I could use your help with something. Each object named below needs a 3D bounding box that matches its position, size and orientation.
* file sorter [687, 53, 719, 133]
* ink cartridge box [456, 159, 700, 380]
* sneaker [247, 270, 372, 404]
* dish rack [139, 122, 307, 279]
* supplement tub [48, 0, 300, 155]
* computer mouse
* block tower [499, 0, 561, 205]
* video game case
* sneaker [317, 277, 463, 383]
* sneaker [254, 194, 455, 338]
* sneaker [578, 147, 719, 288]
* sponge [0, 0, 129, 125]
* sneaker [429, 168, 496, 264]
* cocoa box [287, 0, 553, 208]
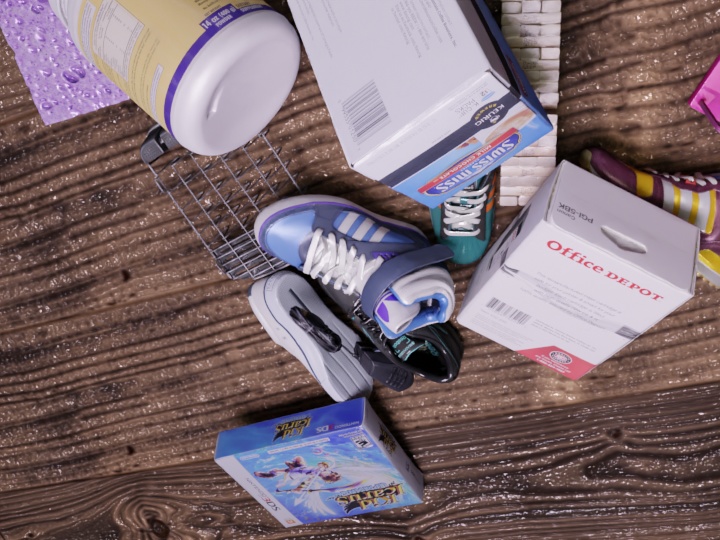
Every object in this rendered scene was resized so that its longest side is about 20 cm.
[{"bbox_3d":[0.397,-0.179,0.628,0.139,0.125,0.200,26,119,-1],"label":"file sorter"},{"bbox_3d":[0.203,0.007,0.744,0.147,0.083,0.200,27,146,-2],"label":"ink cartridge box"},{"bbox_3d":[-0.056,0.079,0.898,0.071,0.073,0.200,-2,127,49],"label":"sneaker"},{"bbox_3d":[-0.131,-0.090,0.830,0.153,0.055,0.200,-24,111,24],"label":"dish rack"},{"bbox_3d":[-0.169,-0.216,0.698,0.200,0.145,0.145,41,119,13],"label":"supplement tub"},{"bbox_3d":[-0.002,0.082,0.850,0.034,0.059,0.200,-46,133,10],"label":"computer mouse"},{"bbox_3d":[0.159,-0.165,0.728,0.054,0.058,0.200,1,118,11],"label":"block tower"},{"bbox_3d":[-0.047,0.244,0.952,0.200,0.045,0.181,-17,132,19],"label":"video game case"},{"bbox_3d":[0.036,0.051,0.845,0.200,0.079,0.075,37,108,-7],"label":"sneaker"},{"bbox_3d":[0.000,0.000,0.759,0.200,0.147,0.081,10,122,-21],"label":"sneaker"},{"bbox_3d":[0.303,-0.072,0.740,0.200,0.075,0.090,35,110,-13],"label":"sneaker"},{"bbox_3d":[-0.318,-0.261,0.796,0.111,0.030,0.200,-11,114,17],"label":"sponge"},{"bbox_3d":[0.099,-0.089,0.762,0.071,0.080,0.200,1,116,10],"label":"sneaker"},{"bbox_3d":[0.047,-0.179,0.649,0.133,0.131,0.200,-32,63,24],"label":"cocoa box"}]
